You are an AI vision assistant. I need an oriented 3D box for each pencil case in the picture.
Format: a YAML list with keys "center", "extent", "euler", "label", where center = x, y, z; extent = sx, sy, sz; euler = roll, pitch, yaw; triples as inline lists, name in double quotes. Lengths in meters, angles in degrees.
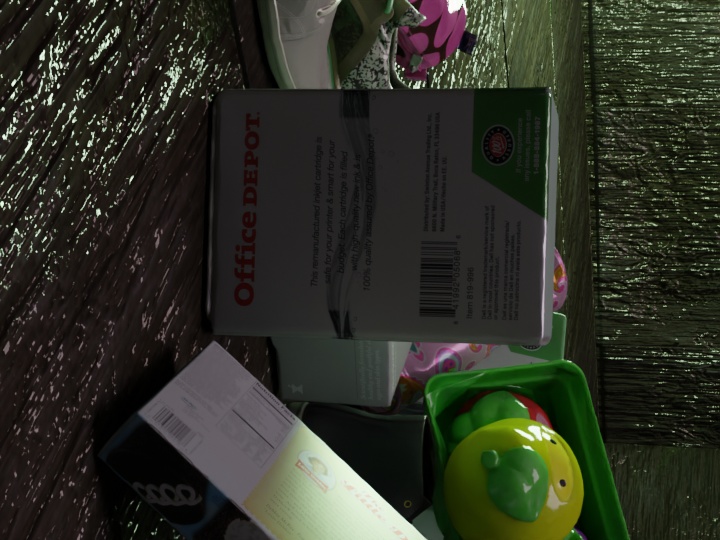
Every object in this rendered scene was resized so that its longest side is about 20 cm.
- center: [0.071, 0.037, 1.160]
  extent: [0.199, 0.087, 0.088]
  euler: [-30, 130, -27]
  label: "pencil case"
- center: [0.033, -0.221, 1.166]
  extent: [0.200, 0.090, 0.095]
  euler: [30, 76, -72]
  label: "pencil case"

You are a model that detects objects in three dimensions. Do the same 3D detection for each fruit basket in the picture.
- center: [0.119, 0.159, 1.042]
  extent: [0.215, 0.154, 0.218]
  euler: [175, -90, -70]
  label: "fruit basket"

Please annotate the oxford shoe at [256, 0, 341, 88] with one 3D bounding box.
- center: [-0.034, -0.191, 0.948]
  extent: [0.075, 0.057, 0.201]
  euler: [-74, 162, -53]
  label: "oxford shoe"

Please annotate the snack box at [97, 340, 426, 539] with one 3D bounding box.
- center: [-0.032, 0.131, 0.756]
  extent: [0.037, 0.200, 0.116]
  euler: [-47, 180, 20]
  label: "snack box"

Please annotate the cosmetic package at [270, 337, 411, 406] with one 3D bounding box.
- center: [0.000, 0.000, 1.047]
  extent: [0.200, 0.089, 0.108]
  euler: [-72, 161, -58]
  label: "cosmetic package"

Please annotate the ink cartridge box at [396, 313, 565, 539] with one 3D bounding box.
- center: [0.087, 0.127, 1.224]
  extent: [0.083, 0.145, 0.202]
  euler: [114, -13, -61]
  label: "ink cartridge box"

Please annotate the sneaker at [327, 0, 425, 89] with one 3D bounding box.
- center: [0.003, -0.193, 1.032]
  extent: [0.077, 0.088, 0.202]
  euler: [-66, 153, -57]
  label: "sneaker"

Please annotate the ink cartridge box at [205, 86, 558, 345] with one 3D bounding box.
- center: [0.015, -0.031, 0.872]
  extent: [0.083, 0.198, 0.148]
  euler: [13, 80, -79]
  label: "ink cartridge box"

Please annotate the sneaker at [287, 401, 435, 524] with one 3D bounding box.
- center: [-0.005, 0.192, 0.997]
  extent: [0.075, 0.105, 0.202]
  euler: [21, 71, -75]
  label: "sneaker"
